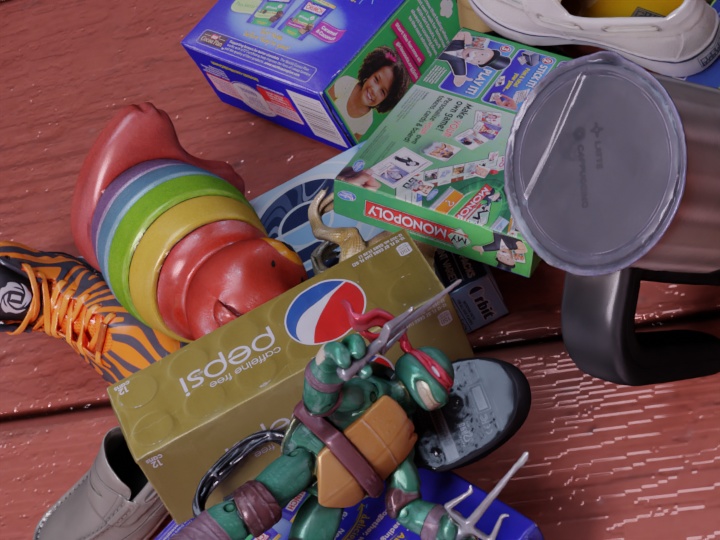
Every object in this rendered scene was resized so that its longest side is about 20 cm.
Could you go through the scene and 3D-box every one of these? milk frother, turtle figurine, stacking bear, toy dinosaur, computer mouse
[{"bbox_3d":[0.215,-0.027,0.984,0.199,0.187,0.182,-10,82,40],"label":"milk frother"},{"bbox_3d":[0.000,0.101,0.929,0.200,0.150,0.101,-45,22,-6],"label":"turtle figurine"},{"bbox_3d":[-0.099,-0.005,1.134,0.114,0.121,0.200,-51,39,1],"label":"stacking bear"},{"bbox_3d":[0.000,0.000,1.129,0.199,0.058,0.101,-35,48,-2],"label":"toy dinosaur"},{"bbox_3d":[0.001,0.100,0.995,0.199,0.034,0.059,-19,70,1],"label":"computer mouse"}]

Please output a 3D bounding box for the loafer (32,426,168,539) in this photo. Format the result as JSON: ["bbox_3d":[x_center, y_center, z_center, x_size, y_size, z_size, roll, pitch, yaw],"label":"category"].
[{"bbox_3d":[-0.142,0.125,1.131,0.200,0.070,0.070,-38,42,22],"label":"loafer"}]

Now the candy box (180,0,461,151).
[{"bbox_3d":[-0.008,-0.199,1.352,0.169,0.077,0.200,25,69,42],"label":"candy box"}]

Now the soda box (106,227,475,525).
[{"bbox_3d":[-0.040,0.061,1.032,0.199,0.064,0.068,-29,42,-3],"label":"soda box"}]

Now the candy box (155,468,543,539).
[{"bbox_3d":[-0.013,0.181,1.017,0.169,0.077,0.200,-46,45,-17],"label":"candy box"}]

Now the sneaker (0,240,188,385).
[{"bbox_3d":[-0.198,0.038,1.220,0.200,0.112,0.078,28,102,49],"label":"sneaker"}]

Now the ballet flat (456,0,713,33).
[{"bbox_3d":[0.159,-0.200,1.264,0.199,0.063,0.069,-12,37,20],"label":"ballet flat"}]

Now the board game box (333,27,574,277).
[{"bbox_3d":[0.085,-0.082,1.151,0.134,0.029,0.200,19,43,18],"label":"board game box"}]

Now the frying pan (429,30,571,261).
[{"bbox_3d":[0.115,-0.090,1.220,0.114,0.031,0.190,-29,58,-10],"label":"frying pan"}]

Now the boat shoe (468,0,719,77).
[{"bbox_3d":[0.144,-0.184,1.183,0.199,0.070,0.071,26,77,39],"label":"boat shoe"}]

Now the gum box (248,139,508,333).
[{"bbox_3d":[-0.020,0.003,1.208,0.199,0.045,0.170,-26,45,6],"label":"gum box"}]

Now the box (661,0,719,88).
[{"bbox_3d":[0.265,-0.103,1.137,0.199,0.048,0.122,21,65,39],"label":"box"}]
